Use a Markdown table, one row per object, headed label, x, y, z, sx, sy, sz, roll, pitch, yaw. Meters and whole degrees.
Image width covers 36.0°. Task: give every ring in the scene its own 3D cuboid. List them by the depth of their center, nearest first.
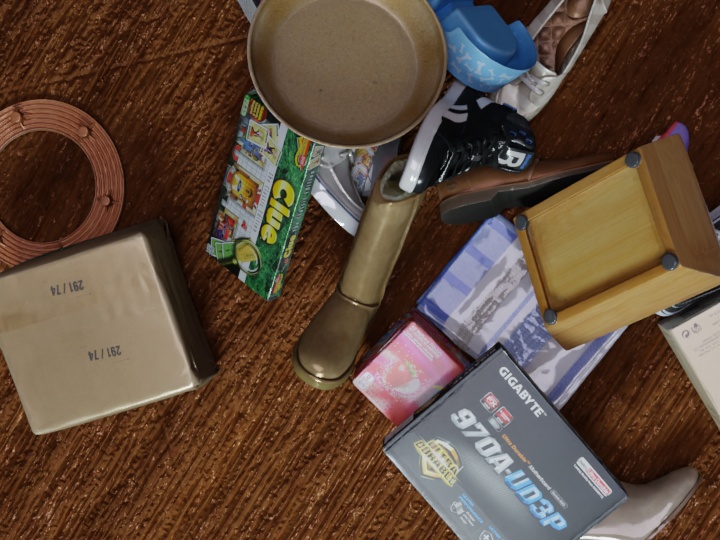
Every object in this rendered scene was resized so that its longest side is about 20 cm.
| label | x | y | z | sx | sy | sz | roll | pitch | yaw |
| --- | --- | --- | --- | --- | --- | --- | --- | --- | --- |
| ring | -0.370 | -0.097 | 1.280 | 0.199 | 0.019 | 0.201 | 0 | 92 | 8 |

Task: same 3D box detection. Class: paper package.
| label | x | y | z | sx | sy | sz | roll | pitch | yaw |
| --- | --- | --- | --- | --- | --- | --- | --- | --- | --- |
| paper package | -0.285 | 0.061 | 1.227 | 0.199 | 0.103 | 0.191 | -18 | 95 | 7 |

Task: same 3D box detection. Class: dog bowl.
| label | x | y | z | sx | sy | sz | roll | pitch | yaw |
| --- | --- | --- | --- | --- | --- | --- | --- | --- | --- |
| dog bowl | 0.101 | -0.270 | 1.163 | 0.200 | 0.111 | 0.050 | 55 | 131 | 15 |

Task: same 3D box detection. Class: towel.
| label | x | y | z | sx | sy | sz | roll | pitch | yaw |
| --- | --- | --- | --- | --- | --- | --- | --- | --- | --- |
| towel | 0.177 | 0.049 | 1.216 | 0.200 | 0.024 | 0.147 | 40 | 95 | 4 |

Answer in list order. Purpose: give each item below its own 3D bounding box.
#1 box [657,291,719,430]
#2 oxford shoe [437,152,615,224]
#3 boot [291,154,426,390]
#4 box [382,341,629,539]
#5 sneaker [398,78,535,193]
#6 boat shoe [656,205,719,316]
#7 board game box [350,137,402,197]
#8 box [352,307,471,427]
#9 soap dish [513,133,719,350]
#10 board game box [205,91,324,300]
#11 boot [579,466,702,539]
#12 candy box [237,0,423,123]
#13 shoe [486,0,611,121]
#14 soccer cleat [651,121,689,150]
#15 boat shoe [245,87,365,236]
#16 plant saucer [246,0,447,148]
| label | x | y | z | sx | sy | sz | roll | pitch | yaw |
| --- | --- | --- | --- | --- | --- | --- | --- | --- | --- |
| box | 0.399 | 0.125 | 1.157 | 0.078 | 0.095 | 0.201 | -30 | 87 | 7 |
| oxford shoe | 0.179 | -0.106 | 1.190 | 0.199 | 0.071 | 0.072 | -10 | 68 | 3 |
| boot | 0.000 | 0.000 | 1.128 | 0.066 | 0.175 | 0.200 | 24 | 128 | 2 |
| box | 0.144 | 0.198 | 1.113 | 0.159 | 0.046 | 0.200 | -40 | 94 | 6 |
| sneaker | 0.117 | -0.123 | 1.107 | 0.112 | 0.200 | 0.073 | 26 | 128 | 5 |
| boat shoe | 0.382 | -0.019 | 1.141 | 0.199 | 0.068 | 0.074 | -36 | 122 | -11 |
| board game box | 0.000 | -0.183 | 1.229 | 0.104 | 0.023 | 0.201 | 10 | 94 | 9 |
| box | 0.094 | 0.145 | 1.184 | 0.200 | 0.100 | 0.095 | 45 | 97 | -2 |
| soap dish | 0.253 | -0.026 | 1.115 | 0.200 | 0.081 | 0.158 | -30 | 64 | 40 |
| board game box | -0.104 | -0.077 | 1.180 | 0.105 | 0.023 | 0.201 | 34 | 124 | 24 |
| boot | 0.245 | 0.241 | 1.194 | 0.146 | 0.070 | 0.200 | 44 | 96 | 6 |
| candy box | -0.033 | -0.257 | 1.168 | 0.136 | 0.061 | 0.201 | -28 | 81 | -13 |
| shoe | 0.199 | -0.239 | 1.186 | 0.070 | 0.053 | 0.200 | 35 | 96 | 5 |
| soccer cleat | 0.313 | -0.056 | 1.171 | 0.076 | 0.067 | 0.201 | 24 | 100 | 17 |
| boat shoe | -0.041 | -0.131 | 1.194 | 0.070 | 0.071 | 0.200 | -37 | 81 | 10 |
| plant saucer | -0.014 | -0.212 | 1.109 | 0.199 | 0.035 | 0.201 | 1 | 77 | -6 |
